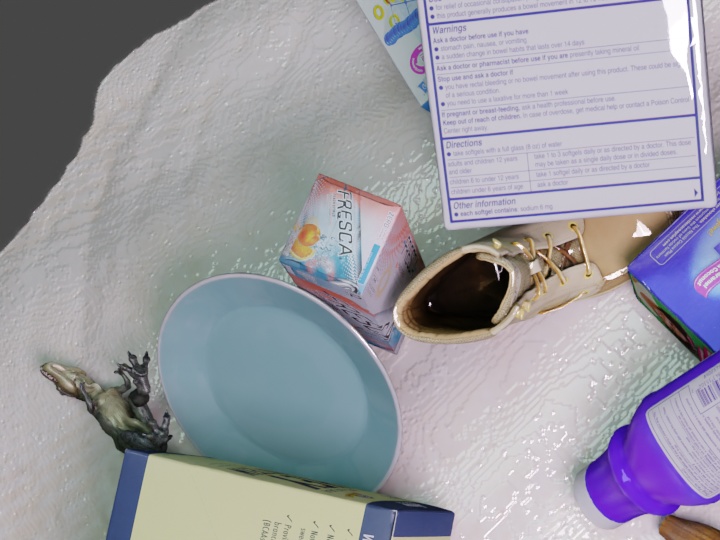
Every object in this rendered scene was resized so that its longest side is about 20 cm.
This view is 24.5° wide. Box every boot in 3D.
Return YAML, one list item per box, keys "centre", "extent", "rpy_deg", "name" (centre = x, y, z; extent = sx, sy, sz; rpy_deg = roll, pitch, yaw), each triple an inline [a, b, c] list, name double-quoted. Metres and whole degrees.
- centre: [0.125, -0.004, 1.147]
  extent: [0.200, 0.155, 0.073]
  rpy_deg: [-19, 89, 14]
  name: "boot"

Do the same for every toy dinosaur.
- centre: [-0.168, 0.119, 1.256]
  extent: [0.047, 0.088, 0.200]
  rpy_deg: [-26, 62, -34]
  name: "toy dinosaur"

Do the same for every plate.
- centre: [-0.056, 0.085, 1.193]
  extent: [0.200, 0.200, 0.026]
  rpy_deg: [14, 35, 22]
  name: "plate"

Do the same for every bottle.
- centre: [0.221, 0.110, 1.084]
  extent: [0.084, 0.065, 0.200]
  rpy_deg: [56, 133, 9]
  name: "bottle"

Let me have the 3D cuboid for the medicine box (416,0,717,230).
- centre: [0.139, -0.140, 1.112]
  extent: [0.182, 0.103, 0.200]
  rpy_deg: [-4, 106, 12]
  name: "medicine box"

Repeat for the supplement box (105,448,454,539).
- centre: [-0.065, 0.239, 1.130]
  extent: [0.199, 0.134, 0.200]
  rpy_deg: [10, 85, 21]
  name: "supplement box"

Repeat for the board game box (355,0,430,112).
- centre: [0.089, -0.242, 1.234]
  extent: [0.196, 0.056, 0.200]
  rpy_deg: [-42, 54, 19]
  name: "board game box"

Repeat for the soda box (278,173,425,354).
- centre: [0.000, 0.000, 1.165]
  extent: [0.063, 0.200, 0.068]
  rpy_deg: [22, 80, 13]
  name: "soda box"

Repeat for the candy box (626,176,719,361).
- centre: [0.311, 0.018, 1.127]
  extent: [0.169, 0.077, 0.200]
  rpy_deg: [-43, 64, 0]
  name: "candy box"

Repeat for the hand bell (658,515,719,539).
- centre: [0.279, 0.214, 1.080]
  extent: [0.200, 0.104, 0.104]
  rpy_deg: [32, 84, 37]
  name: "hand bell"
